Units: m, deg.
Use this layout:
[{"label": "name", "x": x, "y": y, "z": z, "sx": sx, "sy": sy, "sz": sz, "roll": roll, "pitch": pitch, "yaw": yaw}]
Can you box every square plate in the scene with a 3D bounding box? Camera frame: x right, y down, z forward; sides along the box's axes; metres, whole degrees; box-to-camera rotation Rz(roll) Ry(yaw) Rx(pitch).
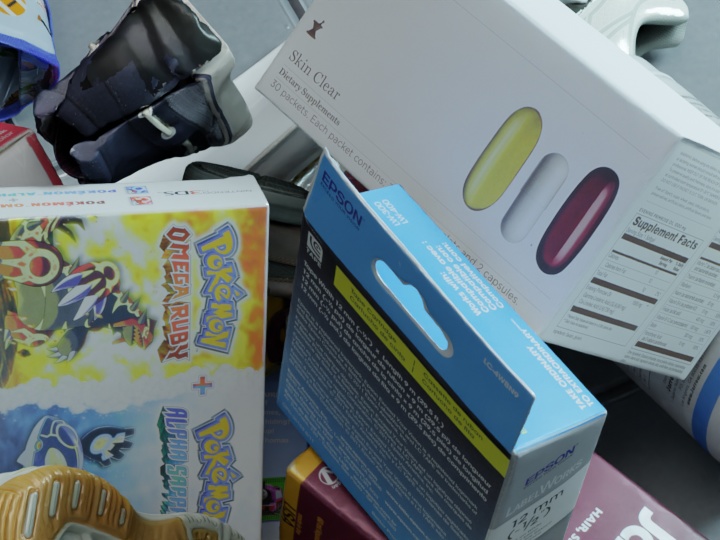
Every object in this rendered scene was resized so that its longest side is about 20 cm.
[{"label": "square plate", "x": -0.061, "y": -0.069, "z": 1.304, "sx": 0.200, "sy": 0.028, "sz": 0.198, "roll": -41, "pitch": 18, "yaw": -20}]

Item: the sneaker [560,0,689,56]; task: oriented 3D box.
[{"label": "sneaker", "x": 0.110, "y": -0.102, "z": 1.349, "sx": 0.081, "sy": 0.075, "sz": 0.200, "roll": 35, "pitch": 68, "yaw": 11}]

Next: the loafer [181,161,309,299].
[{"label": "loafer", "x": 0.000, "y": 0.000, "z": 1.192, "sx": 0.199, "sy": 0.072, "sz": 0.063, "roll": 16, "pitch": 98, "yaw": -16}]

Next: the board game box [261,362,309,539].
[{"label": "board game box", "x": -0.098, "y": 0.106, "z": 1.244, "sx": 0.151, "sy": 0.037, "sz": 0.201, "roll": -2, "pitch": 56, "yaw": 3}]

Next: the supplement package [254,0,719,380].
[{"label": "supplement package", "x": 0.082, "y": -0.060, "z": 1.129, "sx": 0.200, "sy": 0.156, "sz": 0.111, "roll": 42, "pitch": 104, "yaw": 30}]

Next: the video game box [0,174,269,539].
[{"label": "video game box", "x": -0.135, "y": 0.059, "z": 1.122, "sx": 0.182, "sy": 0.201, "sz": 0.047, "roll": -4, "pitch": 22, "yaw": -15}]

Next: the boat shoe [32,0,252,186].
[{"label": "boat shoe", "x": -0.111, "y": -0.079, "z": 1.179, "sx": 0.093, "sy": 0.200, "sz": 0.075, "roll": -40, "pitch": 82, "yaw": -5}]

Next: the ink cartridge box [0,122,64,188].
[{"label": "ink cartridge box", "x": -0.213, "y": -0.005, "z": 1.220, "sx": 0.086, "sy": 0.148, "sz": 0.200, "roll": -41, "pitch": 33, "yaw": -23}]

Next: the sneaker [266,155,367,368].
[{"label": "sneaker", "x": -0.015, "y": 0.006, "z": 1.245, "sx": 0.090, "sy": 0.075, "sz": 0.200, "roll": 32, "pitch": 62, "yaw": 16}]

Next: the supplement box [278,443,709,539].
[{"label": "supplement box", "x": 0.071, "y": 0.137, "z": 1.156, "sx": 0.200, "sy": 0.086, "sz": 0.110, "roll": 37, "pitch": 63, "yaw": 17}]

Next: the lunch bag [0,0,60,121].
[{"label": "lunch bag", "x": -0.284, "y": -0.164, "z": 1.403, "sx": 0.199, "sy": 0.124, "sz": 0.170, "roll": -6, "pitch": 54, "yaw": -16}]

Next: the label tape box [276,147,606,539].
[{"label": "label tape box", "x": 0.035, "y": 0.043, "z": 1.042, "sx": 0.066, "sy": 0.200, "sz": 0.143, "roll": -30, "pitch": 65, "yaw": -25}]

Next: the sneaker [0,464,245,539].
[{"label": "sneaker", "x": -0.118, "y": 0.139, "z": 1.104, "sx": 0.087, "sy": 0.200, "sz": 0.076, "roll": -6, "pitch": 58, "yaw": 37}]

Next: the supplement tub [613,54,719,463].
[{"label": "supplement tub", "x": 0.171, "y": -0.003, "z": 1.235, "sx": 0.132, "sy": 0.132, "sz": 0.200, "roll": -34, "pitch": 58, "yaw": -17}]
